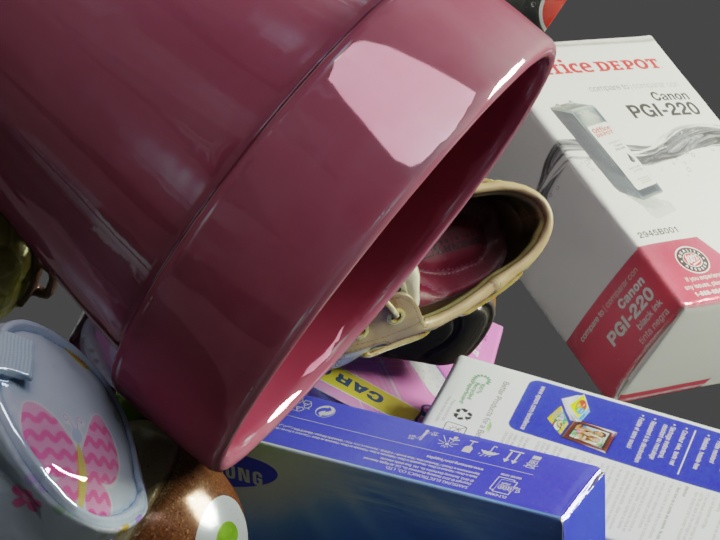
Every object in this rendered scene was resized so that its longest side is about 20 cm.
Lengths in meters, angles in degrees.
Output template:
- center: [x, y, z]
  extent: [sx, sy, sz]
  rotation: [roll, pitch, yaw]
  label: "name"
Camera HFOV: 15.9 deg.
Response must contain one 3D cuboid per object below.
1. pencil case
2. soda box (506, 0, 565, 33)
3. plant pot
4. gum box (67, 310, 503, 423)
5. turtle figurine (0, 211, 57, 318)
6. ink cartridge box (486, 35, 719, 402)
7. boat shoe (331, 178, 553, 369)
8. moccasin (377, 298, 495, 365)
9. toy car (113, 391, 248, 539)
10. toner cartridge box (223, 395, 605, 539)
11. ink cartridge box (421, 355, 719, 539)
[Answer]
- center: [-0.173, 0.096, 0.915]
  extent: [0.091, 0.200, 0.083]
  rotation: [54, 21, -14]
  label: "pencil case"
- center: [0.086, -0.183, 1.456]
  extent: [0.071, 0.200, 0.063]
  rotation: [17, 40, -20]
  label: "soda box"
- center: [-0.057, -0.057, 0.943]
  extent: [0.179, 0.200, 0.200]
  rotation: [39, 37, 7]
  label: "plant pot"
- center: [-0.030, 0.039, 1.232]
  extent: [0.200, 0.066, 0.114]
  rotation: [28, 36, -7]
  label: "gum box"
- center: [-0.150, -0.024, 1.017]
  extent: [0.064, 0.200, 0.161]
  rotation: [-2, 35, 28]
  label: "turtle figurine"
- center: [0.151, -0.034, 1.434]
  extent: [0.146, 0.085, 0.200]
  rotation: [-8, 51, -42]
  label: "ink cartridge box"
- center: [0.000, 0.000, 1.092]
  extent: [0.200, 0.066, 0.074]
  rotation: [-25, 92, -39]
  label: "boat shoe"
- center: [-0.032, -0.009, 1.164]
  extent: [0.201, 0.074, 0.078]
  rotation: [5, 40, -28]
  label: "moccasin"
- center: [-0.059, 0.160, 1.021]
  extent: [0.200, 0.158, 0.164]
  rotation: [39, 45, -12]
  label: "toy car"
- center: [0.003, 0.109, 1.081]
  extent: [0.200, 0.095, 0.043]
  rotation: [12, 32, 26]
  label: "toner cartridge box"
- center: [0.120, 0.100, 1.131]
  extent: [0.200, 0.037, 0.095]
  rotation: [14, 36, 15]
  label: "ink cartridge box"
